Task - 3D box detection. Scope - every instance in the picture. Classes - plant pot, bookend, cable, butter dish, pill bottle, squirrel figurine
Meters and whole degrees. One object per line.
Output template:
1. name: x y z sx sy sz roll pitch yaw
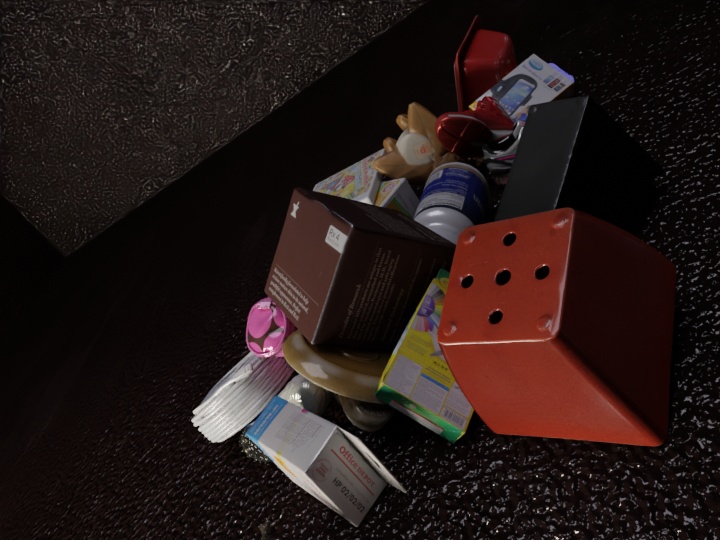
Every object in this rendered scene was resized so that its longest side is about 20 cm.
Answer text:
1. plant pot: 0.191 0.047 0.642 0.198 0.176 0.203 -9 55 44
2. bookend: 0.288 -0.086 0.814 0.092 0.198 0.202 8 77 55
3. cable: -0.187 0.189 1.011 0.200 0.069 0.200 -43 5 16
4. butter dish: 0.293 -0.421 1.336 0.145 0.202 0.201 7 47 24
5. pill bottle: 0.144 -0.078 1.020 0.114 0.116 0.202 -18 33 34
6. squirrel figurine: 0.139 -0.223 1.219 0.143 0.198 0.187 -63 -3 9
7. plant pot: -0.008 0.117 0.840 0.200 0.197 0.028 -133 57 -63

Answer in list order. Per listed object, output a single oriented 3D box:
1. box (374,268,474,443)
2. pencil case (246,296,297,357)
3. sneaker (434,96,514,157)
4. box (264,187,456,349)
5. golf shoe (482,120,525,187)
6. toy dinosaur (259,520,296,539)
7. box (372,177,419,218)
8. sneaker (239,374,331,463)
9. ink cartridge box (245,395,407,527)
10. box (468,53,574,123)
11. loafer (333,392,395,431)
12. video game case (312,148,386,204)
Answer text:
1. box: 0.110 0.099 0.786 0.201 0.116 0.049 -58 -5 -33
2. pencil case: -0.089 0.084 0.965 0.089 0.199 0.096 7 91 32
3. sneaker: 0.207 -0.271 1.142 0.079 0.197 0.117 -53 41 37
4. box: 0.000 0.000 0.879 0.166 0.197 0.167 38 114 50
5. golf shoe: 0.308 -0.224 1.072 0.198 0.093 0.073 -25 27 22
6. toy dinosaur: -0.116 0.361 0.704 0.198 0.078 0.103 -30 20 10
7. box: 0.025 -0.095 1.199 0.199 0.113 0.102 -1 43 54
8. sneaker: -0.107 0.216 0.912 0.200 0.072 0.072 -45 -2 27
9. ink cartridge box: -0.047 0.237 0.765 0.068 0.116 0.199 -49 28 -22
10. box: 0.329 -0.348 1.237 0.199 0.042 0.119 -40 58 0
11. loafer: 0.002 0.170 0.856 0.200 0.074 0.069 -107 36 -73
12. video game case: -0.037 -0.151 1.215 0.180 0.023 0.201 -23 28 27
